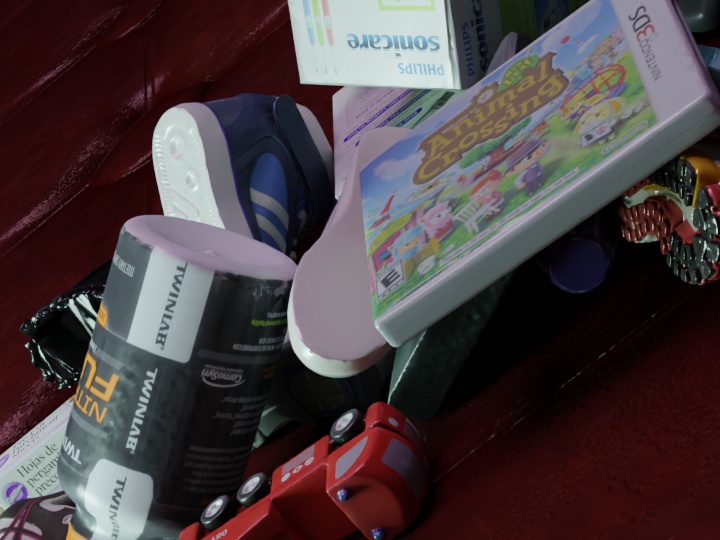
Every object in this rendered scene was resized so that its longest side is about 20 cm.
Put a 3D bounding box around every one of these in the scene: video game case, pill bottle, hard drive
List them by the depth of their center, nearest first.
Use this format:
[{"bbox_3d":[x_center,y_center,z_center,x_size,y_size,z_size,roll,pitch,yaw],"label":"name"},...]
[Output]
[{"bbox_3d":[0.085,-0.064,1.162,0.200,0.022,0.182,-36,24,15],"label":"video game case"},{"bbox_3d":[0.063,-0.027,1.276,0.200,0.033,0.140,-80,14,-55],"label":"hard drive"},{"bbox_3d":[-0.109,0.078,1.280,0.106,0.106,0.201,-132,57,-71],"label":"pill bottle"}]

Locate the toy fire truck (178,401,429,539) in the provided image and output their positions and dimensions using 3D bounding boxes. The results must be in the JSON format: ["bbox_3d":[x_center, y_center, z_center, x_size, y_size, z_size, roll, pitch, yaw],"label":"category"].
[{"bbox_3d":[-0.052,0.162,1.168,0.200,0.049,0.141,-34,21,18],"label":"toy fire truck"}]

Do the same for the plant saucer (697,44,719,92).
[{"bbox_3d":[0.202,-0.106,1.247,0.200,0.070,0.019,-134,53,-70],"label":"plant saucer"}]

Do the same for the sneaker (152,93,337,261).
[{"bbox_3d":[-0.054,-0.019,1.493,0.146,0.201,0.080,-4,-9,-44],"label":"sneaker"}]

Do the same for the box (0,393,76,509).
[{"bbox_3d":[-0.165,0.091,1.528,0.200,0.039,0.041,-39,18,8],"label":"box"}]

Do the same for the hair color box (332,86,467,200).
[{"bbox_3d":[0.041,-0.093,1.513,0.109,0.065,0.200,-36,18,13],"label":"hair color box"}]

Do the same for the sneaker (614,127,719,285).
[{"bbox_3d":[0.178,-0.045,1.147,0.082,0.078,0.200,-7,23,-10],"label":"sneaker"}]

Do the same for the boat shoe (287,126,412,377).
[{"bbox_3d":[0.000,0.000,1.275,0.200,0.072,0.069,-80,2,-49],"label":"boat shoe"}]

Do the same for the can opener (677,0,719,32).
[{"bbox_3d":[0.234,-0.166,1.342,0.200,0.052,0.067,-142,65,-72],"label":"can opener"}]

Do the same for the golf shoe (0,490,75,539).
[{"bbox_3d":[-0.194,0.181,1.363,0.088,0.077,0.200,-34,20,0],"label":"golf shoe"}]

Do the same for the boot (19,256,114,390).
[{"bbox_3d":[-0.135,0.000,1.572,0.198,0.073,0.162,-35,-1,36],"label":"boot"}]

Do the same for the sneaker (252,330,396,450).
[{"bbox_3d":[-0.044,0.055,1.367,0.200,0.075,0.087,-6,31,43],"label":"sneaker"}]

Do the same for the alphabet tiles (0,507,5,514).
[{"bbox_3d":[-0.174,0.120,1.553,0.200,0.006,0.167,-39,20,9],"label":"alphabet tiles"}]

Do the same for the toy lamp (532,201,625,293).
[{"bbox_3d":[0.118,-0.045,1.278,0.058,0.058,0.200,-35,20,18],"label":"toy lamp"}]

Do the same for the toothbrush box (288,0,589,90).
[{"bbox_3d":[0.074,-0.178,1.434,0.200,0.086,0.145,-23,21,-39],"label":"toothbrush box"}]
